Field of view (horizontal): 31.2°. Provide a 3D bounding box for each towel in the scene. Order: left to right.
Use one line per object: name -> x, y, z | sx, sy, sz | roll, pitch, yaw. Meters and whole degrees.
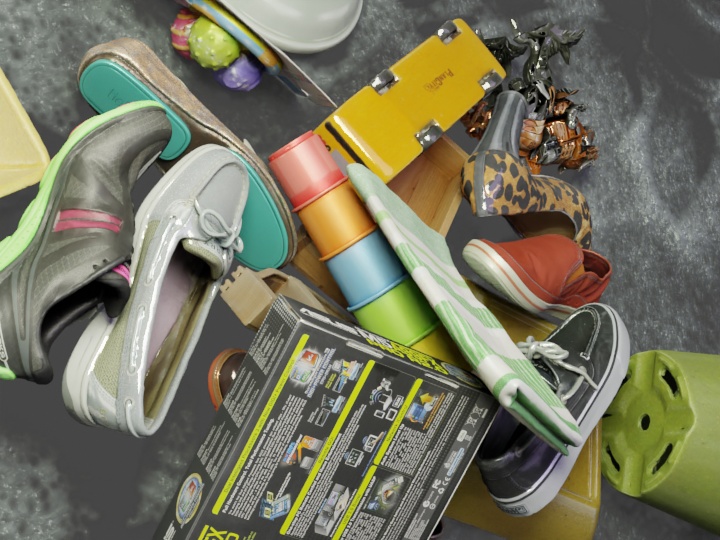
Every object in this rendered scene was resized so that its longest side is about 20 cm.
towel -> 0.072, 0.026, 0.866 | 0.200, 0.023, 0.152 | 58, 11, 31

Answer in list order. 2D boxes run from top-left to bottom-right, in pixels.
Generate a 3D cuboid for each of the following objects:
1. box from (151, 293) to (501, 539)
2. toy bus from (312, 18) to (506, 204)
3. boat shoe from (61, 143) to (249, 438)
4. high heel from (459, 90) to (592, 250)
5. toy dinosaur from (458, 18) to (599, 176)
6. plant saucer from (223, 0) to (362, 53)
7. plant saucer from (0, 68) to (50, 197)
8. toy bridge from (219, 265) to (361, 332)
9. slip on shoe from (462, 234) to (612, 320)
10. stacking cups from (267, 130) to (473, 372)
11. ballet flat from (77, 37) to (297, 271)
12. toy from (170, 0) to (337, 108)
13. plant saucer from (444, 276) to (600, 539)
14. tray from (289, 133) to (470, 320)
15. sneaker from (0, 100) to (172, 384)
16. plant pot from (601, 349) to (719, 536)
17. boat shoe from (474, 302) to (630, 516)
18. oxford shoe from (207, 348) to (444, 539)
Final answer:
box -> -0.024, 0.134, 0.807 | 0.160, 0.044, 0.201 | 23, 99, -28
toy bus -> 0.034, -0.119, 0.975 | 0.065, 0.078, 0.200 | 48, 42, -2
boat shoe -> -0.116, 0.011, 0.819 | 0.203, 0.065, 0.075 | -64, 145, -23
high heel -> 0.138, -0.031, 1.072 | 0.200, 0.071, 0.143 | 61, 34, -30
toy dinosaur -> 0.146, -0.145, 1.139 | 0.200, 0.102, 0.137 | 15, 78, -61
plant saucer -> -0.063, -0.272, 1.024 | 0.200, 0.050, 0.201 | 21, 56, -34
plant saucer -> -0.309, -0.103, 0.742 | 0.200, 0.048, 0.201 | -32, 94, -45
toy bridge -> -0.037, 0.032, 0.897 | 0.067, 0.027, 0.200 | 47, 9, 30
slip on shoe -> 0.142, -0.002, 1.014 | 0.074, 0.061, 0.200 | 40, 14, 32
stacking cups -> 0.000, 0.000, 0.892 | 0.060, 0.060, 0.200 | -36, 93, -44
ballet flat -> -0.111, -0.087, 0.903 | 0.200, 0.068, 0.067 | 49, 24, -16
toy -> -0.115, -0.175, 0.928 | 0.047, 0.115, 0.200 | -47, 112, -2
plant saucer -> 0.129, 0.110, 1.030 | 0.199, 0.048, 0.201 | 26, 57, -32
tray -> 0.020, -0.049, 0.998 | 0.099, 0.037, 0.200 | 40, 44, -13
sneaker -> -0.167, -0.015, 0.786 | 0.083, 0.077, 0.201 | 27, 70, 6
plant pot -> 0.308, 0.147, 1.101 | 0.189, 0.200, 0.201 | 16, 62, -25
boat shoe -> 0.138, 0.084, 0.954 | 0.200, 0.073, 0.068 | -52, 123, -32
oxford shoe -> -0.020, 0.121, 0.885 | 0.200, 0.072, 0.071 | 44, 50, -18
